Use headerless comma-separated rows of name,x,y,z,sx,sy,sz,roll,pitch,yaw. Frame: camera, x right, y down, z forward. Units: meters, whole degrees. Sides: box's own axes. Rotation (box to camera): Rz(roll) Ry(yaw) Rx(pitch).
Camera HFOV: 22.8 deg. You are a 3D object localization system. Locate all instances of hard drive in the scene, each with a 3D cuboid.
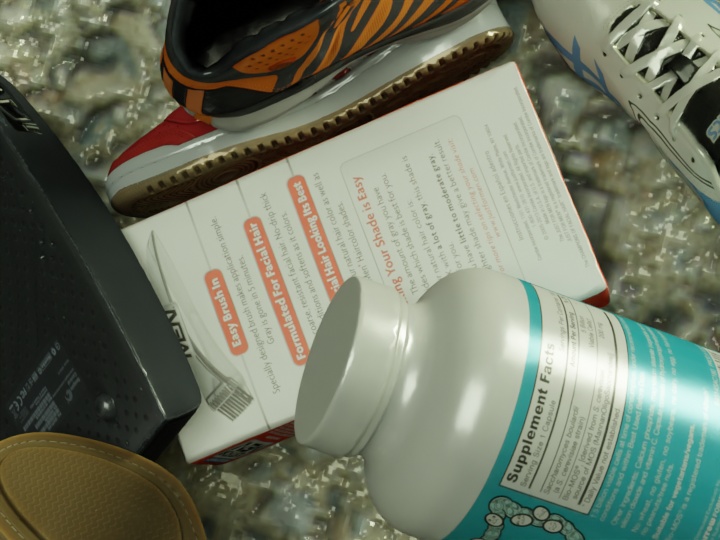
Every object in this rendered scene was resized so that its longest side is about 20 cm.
hard drive,-0.151,0.016,0.804,0.201,0.042,0.135,56,130,19

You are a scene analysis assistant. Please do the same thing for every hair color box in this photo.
hair color box,0.000,0.000,0.802,0.199,0.064,0.112,-22,79,5

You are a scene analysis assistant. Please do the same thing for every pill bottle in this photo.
pill bottle,0.077,0.067,0.717,0.199,0.111,0.112,20,84,-12

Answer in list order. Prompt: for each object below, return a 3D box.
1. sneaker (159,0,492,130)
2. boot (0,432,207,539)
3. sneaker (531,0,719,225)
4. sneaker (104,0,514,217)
sneaker,0.005,-0.130,0.734,0.200,0.112,0.078,-38,86,-6
boot,-0.090,0.170,0.750,0.199,0.155,0.074,35,46,13
sneaker,0.150,-0.080,0.783,0.072,0.072,0.200,-43,75,3
sneaker,-0.041,-0.109,0.823,0.199,0.071,0.113,-26,81,-2
